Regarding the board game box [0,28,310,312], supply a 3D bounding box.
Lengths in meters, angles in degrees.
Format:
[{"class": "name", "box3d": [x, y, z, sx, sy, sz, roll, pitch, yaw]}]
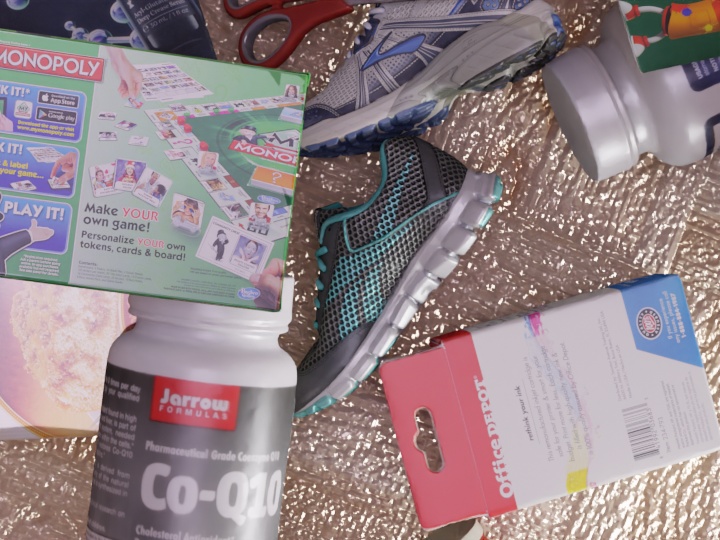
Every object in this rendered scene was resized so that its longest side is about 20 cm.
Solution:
[{"class": "board game box", "box3d": [-0.134, -0.056, 1.182, 0.199, 0.029, 0.136, 8, 86, -8]}]

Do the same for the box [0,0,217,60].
[{"class": "box", "box3d": [-0.167, -0.127, 1.282, 0.147, 0.107, 0.201, -15, 66, -8]}]

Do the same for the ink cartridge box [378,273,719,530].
[{"class": "ink cartridge box", "box3d": [0.117, 0.083, 1.363, 0.199, 0.067, 0.117, -15, 92, -4]}]

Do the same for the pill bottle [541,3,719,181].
[{"class": "pill bottle", "box3d": [0.220, -0.134, 1.346, 0.199, 0.111, 0.112, -25, 92, -3]}]

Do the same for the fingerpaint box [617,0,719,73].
[{"class": "fingerpaint box", "box3d": [0.240, -0.217, 1.283, 0.166, 0.201, 0.074, -11, 128, 16]}]

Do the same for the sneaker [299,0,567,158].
[{"class": "sneaker", "box3d": [0.029, -0.135, 1.341, 0.199, 0.077, 0.086, -26, 78, 19]}]

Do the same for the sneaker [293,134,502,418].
[{"class": "sneaker", "box3d": [0.000, 0.000, 1.348, 0.091, 0.078, 0.200, 37, 95, 0]}]

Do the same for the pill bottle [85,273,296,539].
[{"class": "pill bottle", "box3d": [-0.097, 0.097, 1.254, 0.113, 0.114, 0.201, 7, 93, -4]}]

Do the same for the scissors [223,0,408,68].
[{"class": "scissors", "box3d": [-0.003, -0.177, 1.320, 0.199, 0.014, 0.074, -16, 70, 32]}]

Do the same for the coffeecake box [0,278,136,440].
[{"class": "coffeecake box", "box3d": [-0.170, 0.025, 1.341, 0.198, 0.073, 0.155, -3, 92, -3]}]

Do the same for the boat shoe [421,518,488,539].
[{"class": "boat shoe", "box3d": [0.009, 0.235, 1.359, 0.199, 0.071, 0.063, -34, 102, -1]}]
